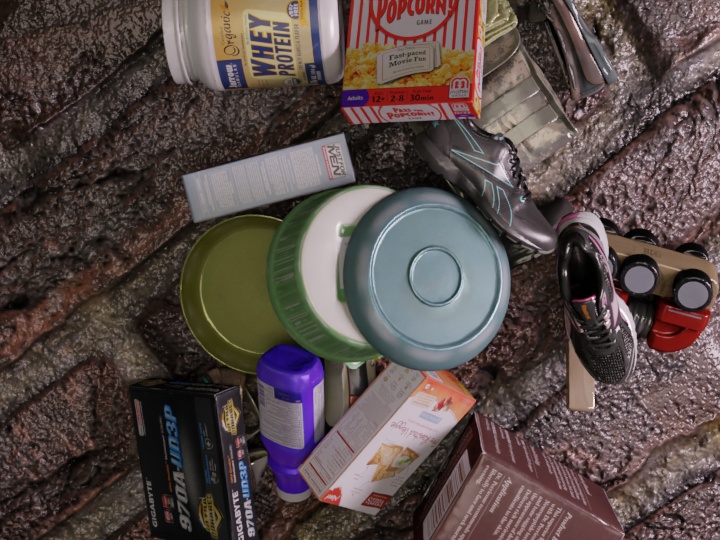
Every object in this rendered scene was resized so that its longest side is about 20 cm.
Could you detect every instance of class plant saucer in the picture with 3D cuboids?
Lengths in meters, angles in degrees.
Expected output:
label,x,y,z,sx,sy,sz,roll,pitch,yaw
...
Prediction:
label,x,y,z,sx,sy,sz,roll,pitch,yaw
plant saucer,-0.125,0.028,1.440,0.197,0.031,0.203,2,103,8
plant saucer,0.078,0.007,1.263,0.197,0.027,0.204,2,83,-17

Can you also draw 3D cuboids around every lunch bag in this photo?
label,x,y,z,sx,sy,sz,roll,pitch,yaw
lunch bag,0.137,-0.197,1.361,0.163,0.118,0.201,-33,90,8

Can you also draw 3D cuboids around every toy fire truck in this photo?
label,x,y,z,sx,sy,sz,roll,pitch,yaw
toy fire truck,0.321,0.066,1.405,0.173,0.129,0.202,15,119,5

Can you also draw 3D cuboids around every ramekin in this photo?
label,x,y,z,sx,sy,sz,roll,pitch,yaw
ramekin,0.000,0.000,1.303,0.197,0.098,0.203,2,83,-18

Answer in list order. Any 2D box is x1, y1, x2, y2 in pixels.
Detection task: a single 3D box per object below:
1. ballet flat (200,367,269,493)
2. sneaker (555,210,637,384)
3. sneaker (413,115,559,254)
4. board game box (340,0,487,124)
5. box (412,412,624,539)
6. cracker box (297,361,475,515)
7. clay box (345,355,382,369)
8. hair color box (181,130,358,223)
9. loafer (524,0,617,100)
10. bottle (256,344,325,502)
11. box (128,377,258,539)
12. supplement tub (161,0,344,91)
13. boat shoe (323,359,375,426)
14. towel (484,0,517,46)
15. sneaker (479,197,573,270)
label,x,y,z,sx,sy,sz,roll,pitch,yaw
ballet flat,-0.151,0.220,1.468,0.066,0.068,0.203,-13,102,-23
sneaker,0.256,0.041,1.313,0.079,0.086,0.202,-17,102,21
sneaker,0.151,-0.100,1.279,0.200,0.075,0.079,42,103,-2
board game box,0.062,-0.265,1.283,0.149,0.046,0.203,-1,73,18
box,0.185,0.309,1.414,0.198,0.164,0.167,31,99,-3
cracker box,0.034,0.201,1.418,0.200,0.134,0.058,-49,54,9
clay box,0.041,0.019,1.393,0.199,0.048,0.116,-36,97,-20
hair color box,-0.104,-0.113,1.390,0.197,0.099,0.062,-14,98,4
loafer,0.228,-0.293,1.364,0.062,0.072,0.201,-32,99,13
bottle,-0.084,0.192,1.434,0.083,0.065,0.203,18,124,31
box,-0.207,0.238,1.439,0.157,0.046,0.203,1,102,38
supplement tub,-0.120,-0.283,1.341,0.197,0.144,0.147,-3,99,3
boat shoe,-0.008,0.093,1.439,0.062,0.071,0.203,3,86,-33
towel,0.082,-0.323,1.341,0.147,0.036,0.202,-26,67,8
sneaker,0.169,-0.041,1.381,0.199,0.076,0.091,-33,94,-20
